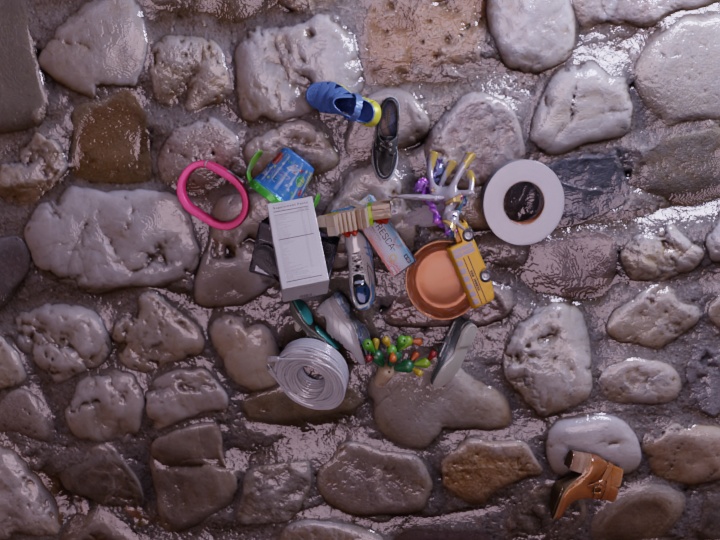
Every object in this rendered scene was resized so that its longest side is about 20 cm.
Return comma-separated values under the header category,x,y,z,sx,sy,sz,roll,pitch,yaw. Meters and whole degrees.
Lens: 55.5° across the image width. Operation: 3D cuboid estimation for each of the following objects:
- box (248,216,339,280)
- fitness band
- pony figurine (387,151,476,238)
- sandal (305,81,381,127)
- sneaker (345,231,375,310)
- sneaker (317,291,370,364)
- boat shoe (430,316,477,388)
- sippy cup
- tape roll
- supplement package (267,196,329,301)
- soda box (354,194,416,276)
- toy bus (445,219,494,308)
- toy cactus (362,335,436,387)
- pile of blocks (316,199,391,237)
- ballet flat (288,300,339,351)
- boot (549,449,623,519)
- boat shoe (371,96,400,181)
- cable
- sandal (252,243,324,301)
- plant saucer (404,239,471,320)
category,x,y,z,sx,sy,sz,roll,pitch,yaw
box,-0.163,-0.039,1.712,0.195,0.115,0.136,17,103,2
fitness band,-0.372,-0.191,1.738,0.197,0.037,0.146,31,101,-1
pony figurine,0.183,-0.180,1.642,0.189,0.166,0.205,8,75,31
sandal,-0.049,-0.404,1.638,0.196,0.087,0.082,20,104,19
sneaker,0.000,0.000,1.730,0.070,0.073,0.206,-8,99,7
sneaker,-0.038,0.155,1.772,0.086,0.074,0.203,-26,96,26
boat shoe,0.231,0.211,1.770,0.062,0.072,0.203,41,113,39
sippy cup,-0.184,-0.222,1.678,0.176,0.139,0.132,36,91,-27
tape roll,0.394,-0.168,1.675,0.194,0.066,0.206,1,101,4
supplement package,-0.144,-0.049,1.574,0.110,0.110,0.205,-10,74,-8
soda box,0.056,-0.087,1.696,0.068,0.064,0.202,-34,86,10
toy bus,0.267,-0.018,1.676,0.077,0.065,0.204,-24,99,9
toy cactus,0.086,0.240,1.756,0.195,0.103,0.167,10,126,-27
pile of blocks,-0.011,-0.118,1.627,0.195,0.082,0.064,-14,107,-16
ballet flat,-0.136,0.152,1.772,0.063,0.067,0.201,-38,96,17
boot,0.593,0.583,1.800,0.151,0.074,0.205,18,104,-4
boat shoe,0.062,-0.321,1.673,0.067,0.057,0.206,4,101,3
cable,-0.124,0.268,1.762,0.195,0.070,0.203,-14,117,26
sandal,-0.174,0.013,1.640,0.197,0.048,0.076,32,102,-2
plant saucer,0.210,0.022,1.738,0.194,0.037,0.206,1,100,3
